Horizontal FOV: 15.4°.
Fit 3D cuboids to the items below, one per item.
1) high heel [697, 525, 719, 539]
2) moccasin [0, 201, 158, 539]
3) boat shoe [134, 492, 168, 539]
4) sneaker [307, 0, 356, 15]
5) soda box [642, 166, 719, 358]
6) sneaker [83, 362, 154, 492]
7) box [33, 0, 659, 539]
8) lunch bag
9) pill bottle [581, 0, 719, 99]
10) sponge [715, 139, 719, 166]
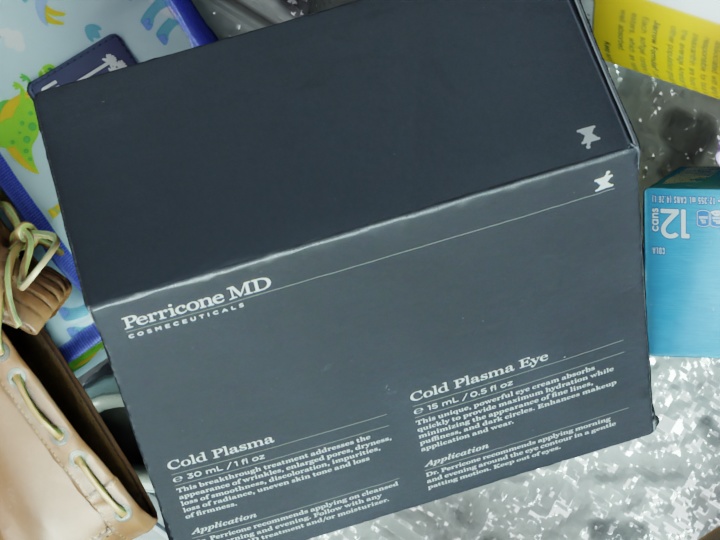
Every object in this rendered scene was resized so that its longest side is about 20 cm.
[{"bbox_3d":[0.227,0.112,1.041,0.199,0.067,0.096,-32,109,12],"label":"high heel"},{"bbox_3d":[-0.137,0.017,1.020,0.077,0.074,0.203,-23,90,9],"label":"moccasin"},{"bbox_3d":[-0.081,0.164,1.152,0.200,0.065,0.074,41,110,9],"label":"boat shoe"},{"bbox_3d":[0.005,-0.155,1.038,0.201,0.081,0.077,-64,33,27],"label":"sneaker"},{"bbox_3d":[0.211,-0.001,1.019,0.199,0.064,0.068,2,100,20],"label":"soda box"},{"bbox_3d":[-0.040,0.066,1.110,0.199,0.087,0.075,-11,94,20],"label":"sneaker"},{"bbox_3d":[0.000,0.000,0.990,0.199,0.183,0.105,-16,54,-4],"label":"box"},{"bbox_3d":[-0.141,-0.043,1.114,0.199,0.127,0.171,-35,89,9],"label":"lunch bag"},{"bbox_3d":[0.160,-0.114,0.993,0.199,0.111,0.112,20,105,15],"label":"pill bottle"},{"bbox_3d":[0.219,0.015,0.951,0.111,0.030,0.201,-25,105,19],"label":"sponge"}]
